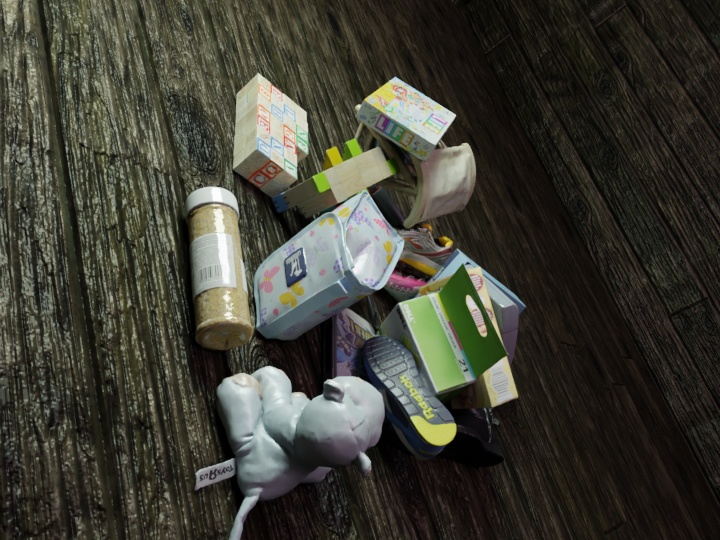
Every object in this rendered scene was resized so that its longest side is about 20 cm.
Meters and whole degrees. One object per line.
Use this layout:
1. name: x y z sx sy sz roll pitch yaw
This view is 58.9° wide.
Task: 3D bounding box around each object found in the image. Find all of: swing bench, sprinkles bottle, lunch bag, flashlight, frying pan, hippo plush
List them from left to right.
1. sprinkles bottle: -0.175 -0.006 0.781 0.068 0.068 0.202 25 42 -45
2. hippo plush: -0.065 0.160 0.686 0.160 0.160 0.199 60 28 6
3. lunch bag: -0.048 -0.003 0.873 0.127 0.169 0.200 51 29 -14
4. frying pan: 0.006 -0.008 1.036 0.115 0.031 0.192 -46 122 -56
5. flashlight: 0.047 -0.137 1.286 0.201 0.068 0.068 52 53 -17
6. swing bench: 0.093 -0.192 1.146 0.199 0.131 0.198 39 31 21

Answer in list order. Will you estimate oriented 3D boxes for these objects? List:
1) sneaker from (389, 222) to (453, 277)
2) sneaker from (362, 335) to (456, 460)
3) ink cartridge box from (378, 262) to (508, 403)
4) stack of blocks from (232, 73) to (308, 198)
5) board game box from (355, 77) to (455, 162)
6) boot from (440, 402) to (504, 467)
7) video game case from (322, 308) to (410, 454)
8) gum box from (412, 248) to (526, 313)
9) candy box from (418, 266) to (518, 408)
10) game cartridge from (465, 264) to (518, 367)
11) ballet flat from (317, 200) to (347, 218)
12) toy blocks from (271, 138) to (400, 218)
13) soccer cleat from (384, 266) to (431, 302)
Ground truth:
1. sneaker: 0.079 -0.060 1.134 0.198 0.083 0.078 22 15 -30
2. sneaker: 0.056 0.182 0.913 0.073 0.083 0.201 -13 51 -24
3. ink cartridge box: 0.111 0.102 0.930 0.075 0.200 0.149 -13 67 -23
4. stack of blocks: -0.146 -0.217 1.055 0.115 0.058 0.202 34 36 -37
5. board game box: 0.083 -0.262 1.084 0.134 0.034 0.200 32 32 1
6. boot: 0.171 0.236 1.088 0.198 0.073 0.164 33 36 -42
7. video game case: 0.019 0.160 0.969 0.199 0.025 0.182 38 34 -33
8. gum box: 0.185 0.078 1.165 0.199 0.170 0.045 33 14 -38
9. candy box: 0.162 0.107 0.982 0.055 0.115 0.202 -11 83 -26
10. game cartridge: 0.191 0.109 1.026 0.041 0.202 0.133 -15 39 -29
11. ballet flat: -0.038 -0.092 1.111 0.201 0.075 0.065 -66 149 -53
12. toy blocks: -0.048 -0.132 1.017 0.199 0.136 0.101 -34 101 -47
13. soccer cleat: 0.093 0.044 1.167 0.198 0.087 0.070 14 18 -24
